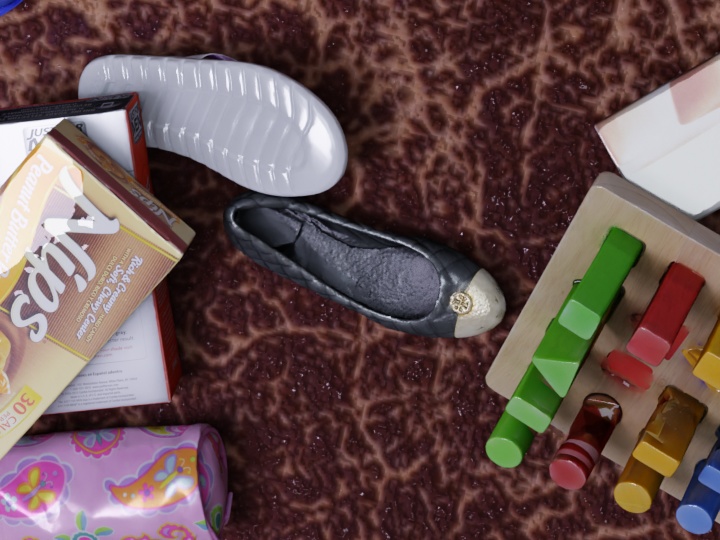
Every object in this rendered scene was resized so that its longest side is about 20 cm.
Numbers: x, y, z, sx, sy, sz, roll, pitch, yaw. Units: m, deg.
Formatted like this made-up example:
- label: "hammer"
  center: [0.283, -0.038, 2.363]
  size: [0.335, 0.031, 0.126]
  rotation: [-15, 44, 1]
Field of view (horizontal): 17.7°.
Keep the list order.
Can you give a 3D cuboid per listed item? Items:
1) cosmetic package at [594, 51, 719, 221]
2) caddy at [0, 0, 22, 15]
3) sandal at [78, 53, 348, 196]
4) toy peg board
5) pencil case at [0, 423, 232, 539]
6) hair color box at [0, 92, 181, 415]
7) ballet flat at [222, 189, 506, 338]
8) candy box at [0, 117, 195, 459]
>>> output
- label: "cosmetic package"
  center: [0.255, -0.105, 1.465]
  size: [0.199, 0.103, 0.088]
  rotation: [-29, 88, 9]
- label: "caddy"
  center: [-0.271, -0.261, 1.534]
  size: [0.140, 0.105, 0.201]
  rotation: [-2, 97, -14]
- label: "sandal"
  center: [-0.094, -0.109, 1.543]
  size: [0.202, 0.050, 0.083]
  rotation: [18, 113, 20]
- label: "toy peg board"
  center: [0.183, 0.079, 1.444]
  size: [0.199, 0.098, 0.200]
  rotation: [31, 135, 5]
- label: "pencil case"
  center: [-0.189, 0.152, 1.566]
  size: [0.199, 0.087, 0.088]
  rotation: [-7, 94, 10]
- label: "hair color box"
  center: [-0.184, -0.011, 1.540]
  size: [0.101, 0.061, 0.201]
  rotation: [-5, 106, 5]
- label: "ballet flat"
  center: [0.000, 0.000, 1.535]
  size: [0.199, 0.057, 0.067]
  rotation: [19, 98, 7]
- label: "candy box"
  center: [-0.214, 0.016, 1.489]
  size: [0.115, 0.055, 0.200]
  rotation: [41, 105, -7]
